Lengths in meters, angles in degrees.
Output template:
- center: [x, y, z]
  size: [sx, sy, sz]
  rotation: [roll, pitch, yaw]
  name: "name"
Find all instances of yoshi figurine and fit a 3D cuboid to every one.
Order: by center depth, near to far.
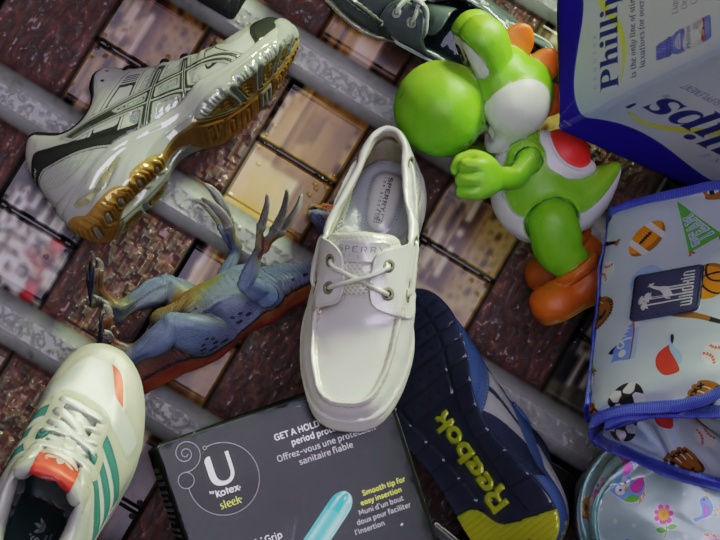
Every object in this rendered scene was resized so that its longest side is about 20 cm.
- center: [0.084, -0.064, 1.379]
  size: [0.112, 0.112, 0.201]
  rotation: [-39, 113, -38]
  name: "yoshi figurine"

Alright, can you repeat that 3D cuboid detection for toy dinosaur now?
- center: [-0.085, 0.016, 1.402]
  size: [0.181, 0.105, 0.201]
  rotation: [0, 119, -16]
  name: "toy dinosaur"

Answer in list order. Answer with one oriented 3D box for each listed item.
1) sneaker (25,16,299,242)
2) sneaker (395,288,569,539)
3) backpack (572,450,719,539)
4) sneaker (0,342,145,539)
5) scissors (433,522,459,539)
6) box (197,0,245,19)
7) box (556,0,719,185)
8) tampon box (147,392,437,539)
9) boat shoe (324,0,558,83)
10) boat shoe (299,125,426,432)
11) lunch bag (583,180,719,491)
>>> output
- center: [-0.129, -0.111, 1.389]
  size: [0.200, 0.076, 0.088]
  rotation: [-41, 72, -18]
  name: "sneaker"
- center: [0.071, 0.104, 1.403]
  size: [0.074, 0.082, 0.200]
  rotation: [-33, 71, 17]
  name: "sneaker"
- center: [0.222, 0.190, 1.384]
  size: [0.166, 0.127, 0.200]
  rotation: [-29, 86, -6]
  name: "backpack"
- center: [-0.171, 0.118, 1.262]
  size: [0.070, 0.093, 0.200]
  rotation: [23, 57, -3]
  name: "sneaker"
- center: [0.106, 0.215, 1.370]
  size: [0.073, 0.014, 0.200]
  rotation: [-23, 124, 1]
  name: "scissors"
- center: [-0.082, -0.284, 1.391]
  size: [0.122, 0.106, 0.201]
  rotation: [29, 83, -4]
  name: "box"
- center: [0.253, -0.136, 1.337]
  size: [0.183, 0.200, 0.105]
  rotation: [20, 61, -35]
  name: "box"
- center: [-0.032, 0.181, 1.350]
  size: [0.149, 0.126, 0.201]
  rotation: [-17, 87, -9]
  name: "tampon box"
- center: [0.051, -0.172, 1.421]
  size: [0.200, 0.062, 0.073]
  rotation: [35, 81, -4]
  name: "boat shoe"
- center: [0.000, 0.000, 1.308]
  size: [0.070, 0.069, 0.201]
  rotation: [3, 57, 6]
  name: "boat shoe"
- center: [0.239, 0.042, 1.310]
  size: [0.199, 0.124, 0.171]
  rotation: [8, 56, 4]
  name: "lunch bag"
